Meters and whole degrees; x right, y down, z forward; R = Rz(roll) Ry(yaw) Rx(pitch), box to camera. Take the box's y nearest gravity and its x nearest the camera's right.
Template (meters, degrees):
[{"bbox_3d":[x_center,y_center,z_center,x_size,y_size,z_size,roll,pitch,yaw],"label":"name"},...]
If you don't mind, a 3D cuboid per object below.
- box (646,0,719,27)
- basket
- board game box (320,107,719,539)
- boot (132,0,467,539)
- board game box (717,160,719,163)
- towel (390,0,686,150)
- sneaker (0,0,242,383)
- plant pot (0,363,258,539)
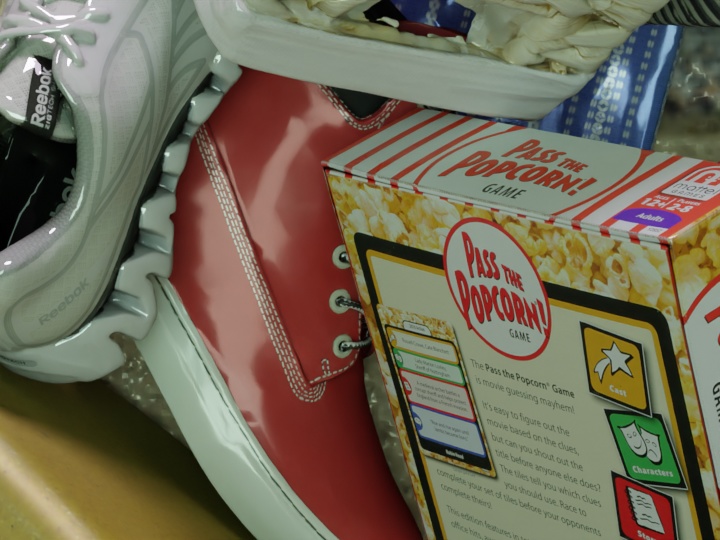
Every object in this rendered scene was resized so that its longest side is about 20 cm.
[{"bbox_3d":[0.144,-0.111,0.703,0.068,0.200,0.083,-7,97,-17],"label":"box"},{"bbox_3d":[0.026,-0.164,0.706,0.123,0.135,0.201,-33,58,45],"label":"basket"},{"bbox_3d":[0.073,0.059,0.730,0.046,0.151,0.201,-30,118,-30],"label":"board game box"},{"bbox_3d":[0.000,0.000,0.791,0.144,0.072,0.201,-30,93,11],"label":"boot"},{"bbox_3d":[0.194,-0.004,0.720,0.200,0.040,0.154,-38,56,33],"label":"board game box"},{"bbox_3d":[0.007,-0.081,0.820,0.199,0.024,0.145,15,96,5],"label":"towel"},{"bbox_3d":[-0.079,-0.068,0.737,0.075,0.081,0.201,10,80,22],"label":"sneaker"},{"bbox_3d":[-0.147,0.109,0.775,0.200,0.200,0.177,-41,76,8],"label":"plant pot"}]
